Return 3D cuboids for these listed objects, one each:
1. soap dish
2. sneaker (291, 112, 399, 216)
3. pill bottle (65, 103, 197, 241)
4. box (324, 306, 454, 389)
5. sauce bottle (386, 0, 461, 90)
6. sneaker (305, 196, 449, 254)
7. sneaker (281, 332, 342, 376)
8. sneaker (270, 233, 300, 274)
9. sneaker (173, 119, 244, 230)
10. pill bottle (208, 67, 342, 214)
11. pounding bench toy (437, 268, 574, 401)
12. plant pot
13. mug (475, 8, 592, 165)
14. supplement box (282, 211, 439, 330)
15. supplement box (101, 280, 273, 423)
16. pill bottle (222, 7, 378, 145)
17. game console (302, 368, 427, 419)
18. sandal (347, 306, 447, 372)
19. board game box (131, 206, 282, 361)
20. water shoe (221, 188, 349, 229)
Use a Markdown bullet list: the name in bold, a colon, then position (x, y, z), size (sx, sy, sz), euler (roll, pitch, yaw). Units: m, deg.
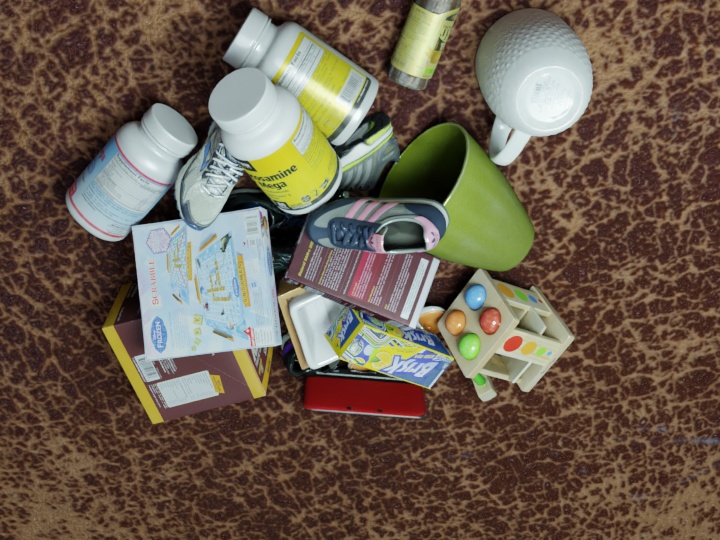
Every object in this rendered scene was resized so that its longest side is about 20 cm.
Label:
- **soap dish**: position (-0.024, 0.048, 1.297), size (0.199, 0.081, 0.158), euler (-24, 131, -11)
- **sneaker**: position (-0.020, -0.139, 1.230), size (0.200, 0.074, 0.081), euler (-38, 123, -2)
- **pill bottle**: position (-0.331, -0.145, 1.225), size (0.109, 0.109, 0.200), euler (40, 112, -20)
- **box**: position (0.047, 0.117, 1.287), size (0.199, 0.064, 0.070), euler (23, 111, -38)
- **sauce bottle**: position (0.098, -0.347, 1.138), size (0.064, 0.065, 0.201), euler (17, 119, -10)
- **sneaker**: position (0.013, -0.054, 1.101), size (0.199, 0.082, 0.071), euler (-5, 117, 19)
- **sneaker**: position (-0.037, 0.123, 1.380), size (0.199, 0.100, 0.070), euler (-24, 117, 9)
- **sneaker**: position (-0.115, -0.029, 1.311), size (0.199, 0.076, 0.079), euler (17, 128, -21)
- **sneaker**: position (-0.194, -0.152, 1.170), size (0.077, 0.201, 0.085), euler (28, 160, -29)
- **pill bottle**: position (-0.112, -0.169, 1.103), size (0.112, 0.113, 0.200), euler (-24, 144, 13)
- **pounding bench toy**: position (0.202, 0.122, 1.341), size (0.155, 0.125, 0.200), euler (16, 121, -34)
- **plant pot**: position (0.158, -0.084, 1.235), size (0.199, 0.188, 0.187), euler (31, 115, -29)
- **mug**: position (0.227, -0.236, 1.138), size (0.147, 0.176, 0.201), euler (20, 118, -11)
- **supplement box**: position (0.000, 0.000, 1.199), size (0.199, 0.061, 0.109), euler (23, 80, -7)
- **supplement box**: position (-0.270, 0.110, 1.354), size (0.199, 0.133, 0.198), euler (-15, 118, 8)
- **pill bottle**: position (-0.083, -0.270, 1.154), size (0.199, 0.112, 0.111), euler (32, 115, -16)
- **game console**: position (0.002, 0.232, 1.407), size (0.198, 0.119, 0.173), euler (5, 140, -3)
- **sandal**: position (0.070, 0.136, 1.403), size (0.206, 0.059, 0.079), euler (-36, 138, 23)
- **board game box**: position (-0.224, 0.021, 1.221), size (0.198, 0.041, 0.202), euler (-7, 86, 9)
- **water shoe**: position (-0.115, -0.087, 1.275), size (0.199, 0.079, 0.072), euler (-6, 120, 3)
